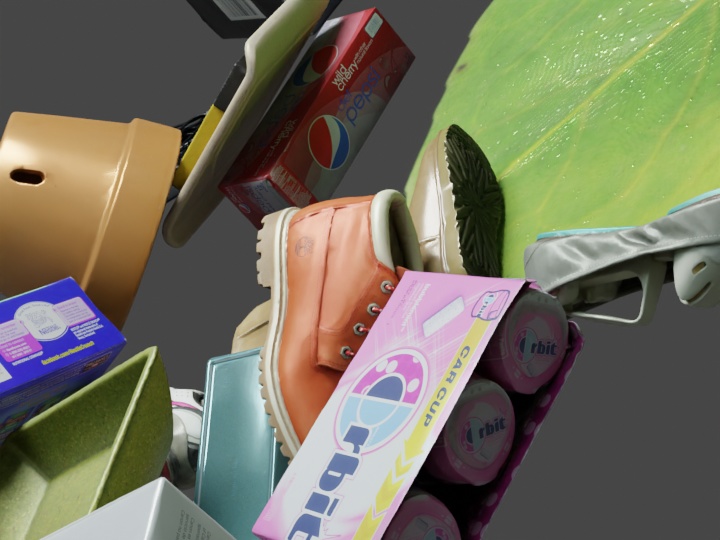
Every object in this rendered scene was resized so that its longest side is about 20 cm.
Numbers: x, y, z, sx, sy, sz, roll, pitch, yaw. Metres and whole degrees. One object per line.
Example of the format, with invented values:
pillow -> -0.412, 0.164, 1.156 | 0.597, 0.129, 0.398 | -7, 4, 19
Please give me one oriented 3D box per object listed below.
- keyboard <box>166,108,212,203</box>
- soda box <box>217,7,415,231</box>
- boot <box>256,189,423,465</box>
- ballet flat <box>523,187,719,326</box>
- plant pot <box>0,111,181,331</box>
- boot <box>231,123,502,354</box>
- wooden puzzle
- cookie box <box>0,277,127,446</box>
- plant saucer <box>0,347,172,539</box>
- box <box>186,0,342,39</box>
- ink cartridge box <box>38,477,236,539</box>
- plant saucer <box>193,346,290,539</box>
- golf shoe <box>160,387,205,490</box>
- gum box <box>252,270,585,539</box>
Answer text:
keyboard -> -0.188, -0.102, 1.472 | 0.199, 0.040, 0.105 | -26, 32, 38
soda box -> -0.035, -0.126, 1.303 | 0.070, 0.063, 0.201 | -6, 45, 48
boot -> -0.005, 0.044, 0.982 | 0.107, 0.075, 0.202 | -15, 68, 25
ballet flat -> 0.178, -0.002, 0.888 | 0.199, 0.067, 0.064 | -14, 67, 43
plant pot -> -0.246, -0.044, 1.299 | 0.200, 0.139, 0.202 | -162, 90, -77
boot -> 0.000, 0.000, 1.088 | 0.199, 0.066, 0.176 | -28, 34, 27
wooden puzzle -> -0.099, -0.137, 1.290 | 0.201, 0.037, 0.185 | -61, -1, 33
cookie box -> -0.294, 0.112, 1.160 | 0.200, 0.075, 0.171 | -50, -13, 30
plant saucer -> -0.194, 0.169, 0.974 | 0.199, 0.048, 0.201 | -30, 32, 43
box -> -0.073, -0.347, 1.589 | 0.201, 0.117, 0.196 | -53, 30, -16
ink cartridge box -> -0.092, 0.234, 0.755 | 0.144, 0.200, 0.146 | -30, 30, 27
plant saucer -> -0.077, 0.134, 0.995 | 0.069, 0.019, 0.201 | -13, 51, 19
golf shoe -> -0.147, 0.121, 1.127 | 0.091, 0.073, 0.200 | -18, 14, -24
gum box -> 0.037, 0.092, 0.903 | 0.113, 0.066, 0.201 | 4, 58, 55
